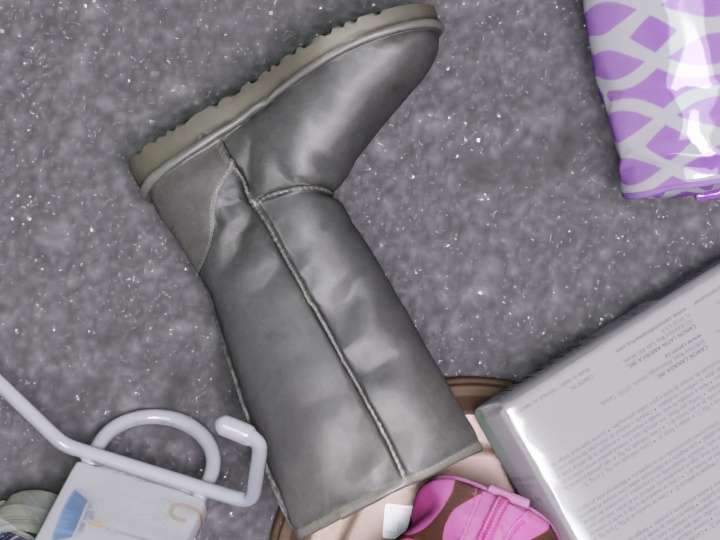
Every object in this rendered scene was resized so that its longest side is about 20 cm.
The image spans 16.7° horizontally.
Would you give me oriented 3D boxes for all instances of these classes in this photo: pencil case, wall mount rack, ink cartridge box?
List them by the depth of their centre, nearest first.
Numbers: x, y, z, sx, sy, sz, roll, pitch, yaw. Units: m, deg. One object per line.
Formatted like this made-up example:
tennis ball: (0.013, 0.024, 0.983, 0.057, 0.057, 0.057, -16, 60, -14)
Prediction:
pencil case: (0.014, 0.177, 1.084, 0.090, 0.094, 0.200, 26, 56, 19)
wall mount rack: (-0.142, 0.104, 1.105, 0.173, 0.200, 0.075, 16, 133, 8)
pencil case: (0.145, -0.131, 1.148, 0.083, 0.085, 0.201, -6, 92, 9)
ink cartridge box: (0.172, 0.111, 1.160, 0.160, 0.050, 0.201, -30, 94, -14)

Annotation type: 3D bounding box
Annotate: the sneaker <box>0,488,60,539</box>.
sneaker: (-0.097, 0.180, 1.145, 0.199, 0.085, 0.077, 20, 125, 4)

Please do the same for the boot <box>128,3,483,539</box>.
boot: (0.002, 0.000, 1.143, 0.181, 0.073, 0.201, -32, 76, 14)

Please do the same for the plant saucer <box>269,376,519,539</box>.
plant saucer: (0.053, 0.152, 1.185, 0.199, 0.029, 0.201, 0, 92, 0)
